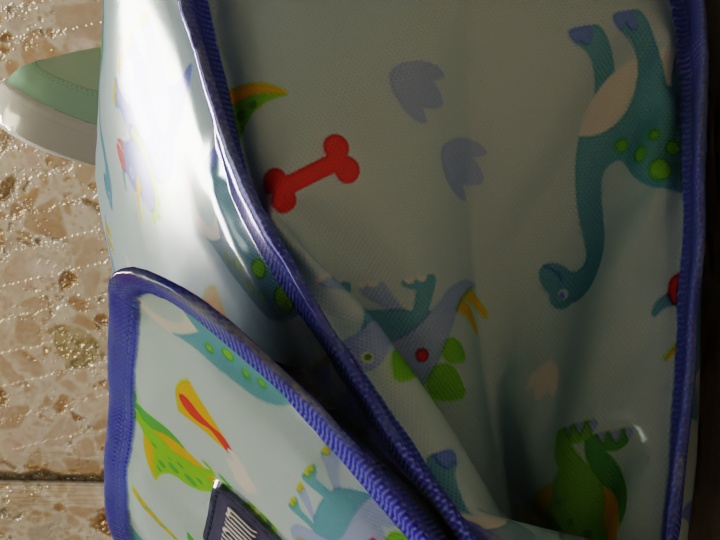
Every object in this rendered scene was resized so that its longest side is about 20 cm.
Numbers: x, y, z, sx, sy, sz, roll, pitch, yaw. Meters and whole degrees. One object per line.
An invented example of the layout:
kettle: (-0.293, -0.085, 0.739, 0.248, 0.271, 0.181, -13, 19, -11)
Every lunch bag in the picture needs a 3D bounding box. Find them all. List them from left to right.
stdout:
lunch bag: (0.009, 0.012, 0.569, 0.170, 0.127, 0.201, 104, 154, -65)

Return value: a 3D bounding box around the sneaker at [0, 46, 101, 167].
sneaker: (-0.045, -0.104, 1.014, 0.074, 0.200, 0.119, 33, 123, 43)
